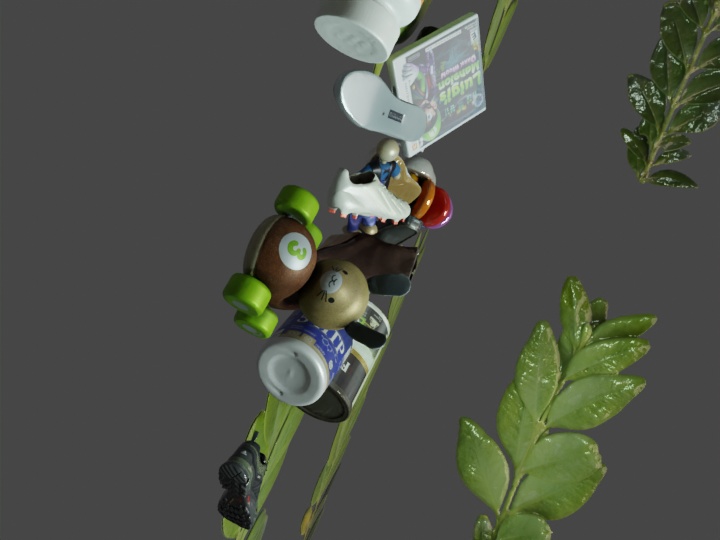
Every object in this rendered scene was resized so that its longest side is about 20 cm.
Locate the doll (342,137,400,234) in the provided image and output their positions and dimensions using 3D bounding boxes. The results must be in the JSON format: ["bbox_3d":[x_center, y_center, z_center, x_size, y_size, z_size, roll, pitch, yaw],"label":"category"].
[{"bbox_3d":[0.025,-0.149,1.220,0.136,0.048,0.201,-25,146,-38],"label":"doll"}]

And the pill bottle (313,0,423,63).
[{"bbox_3d":[0.030,-0.339,0.750,0.110,0.109,0.202,53,60,-78],"label":"pill bottle"}]

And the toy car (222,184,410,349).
[{"bbox_3d":[-0.043,0.019,0.872,0.158,0.198,0.165,90,25,-65],"label":"toy car"}]

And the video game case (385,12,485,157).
[{"bbox_3d":[0.138,-0.321,1.193,0.199,0.023,0.183,-35,133,-23],"label":"video game case"}]

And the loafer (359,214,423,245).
[{"bbox_3d":[0.052,-0.064,1.324,0.200,0.072,0.073,-16,-128,63],"label":"loafer"}]

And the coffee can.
[{"bbox_3d":[-0.046,0.165,1.314,0.147,0.145,0.201,100,16,-50],"label":"coffee can"}]

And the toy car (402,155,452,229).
[{"bbox_3d":[0.142,-0.157,1.590,0.200,0.149,0.177,21,91,-80],"label":"toy car"}]

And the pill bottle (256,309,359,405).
[{"bbox_3d":[-0.077,0.118,1.135,0.200,0.119,0.121,-52,162,-58],"label":"pill bottle"}]

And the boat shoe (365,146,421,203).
[{"bbox_3d":[0.051,-0.189,1.310,0.071,0.070,0.200,-38,153,7],"label":"boat shoe"}]

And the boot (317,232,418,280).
[{"bbox_3d":[0.000,0.000,1.127,0.201,0.164,0.073,-60,155,-52],"label":"boot"}]

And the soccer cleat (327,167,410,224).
[{"bbox_3d":[0.024,-0.124,1.143,0.199,0.069,0.078,1,109,-51],"label":"soccer cleat"}]

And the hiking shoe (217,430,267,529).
[{"bbox_3d":[-0.192,0.366,1.185,0.101,0.075,0.201,-52,161,-44],"label":"hiking shoe"}]

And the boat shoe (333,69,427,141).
[{"bbox_3d":[0.008,-0.237,0.991,0.199,0.090,0.072,14,99,-53],"label":"boat shoe"}]

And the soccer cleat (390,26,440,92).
[{"bbox_3d":[0.101,-0.341,1.242,0.084,0.064,0.202,61,51,-80],"label":"soccer cleat"}]

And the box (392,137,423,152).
[{"bbox_3d":[0.131,-0.328,1.308,0.202,0.041,0.156,-64,-169,8],"label":"box"}]

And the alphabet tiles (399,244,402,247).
[{"bbox_3d":[0.000,0.000,1.312,0.165,0.006,0.200,-31,179,16],"label":"alphabet tiles"}]
